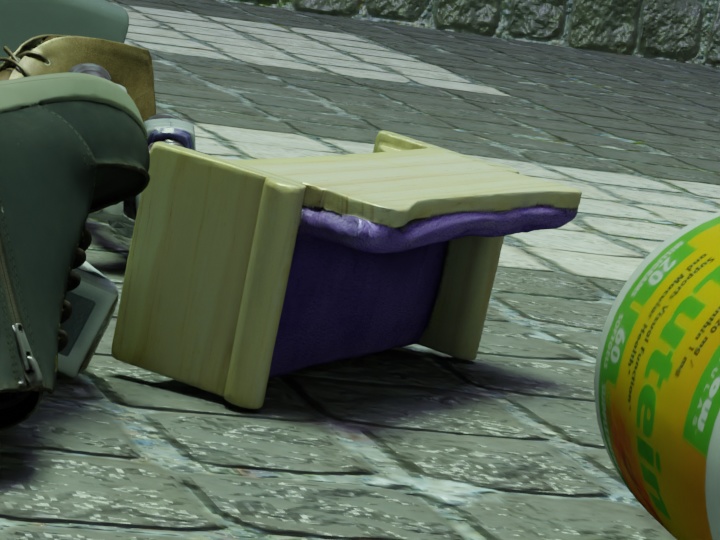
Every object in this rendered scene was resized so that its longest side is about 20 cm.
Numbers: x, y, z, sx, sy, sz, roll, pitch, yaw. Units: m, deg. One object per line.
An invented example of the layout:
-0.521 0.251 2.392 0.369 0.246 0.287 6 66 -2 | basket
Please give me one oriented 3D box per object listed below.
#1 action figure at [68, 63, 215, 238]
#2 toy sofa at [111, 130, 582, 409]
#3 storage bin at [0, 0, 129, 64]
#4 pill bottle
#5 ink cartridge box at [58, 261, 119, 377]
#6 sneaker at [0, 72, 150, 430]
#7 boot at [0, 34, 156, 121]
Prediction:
-0.094 -0.038 1.341 0.129 0.070 0.200 14 11 -14 | action figure
0.000 0.000 1.114 0.097 0.083 0.200 18 11 24 | toy sofa
-0.228 -0.153 1.763 0.134 0.146 0.200 16 4 -28 | storage bin
0.141 0.049 0.829 0.110 0.112 0.200 7 8 -11 | pill bottle
-0.208 -0.037 1.069 0.199 0.044 0.198 23 4 -29 | ink cartridge box
-0.116 -0.001 0.945 0.075 0.107 0.200 -26 -8 23 | sneaker
-0.189 -0.091 1.558 0.073 0.076 0.199 19 14 42 | boot
